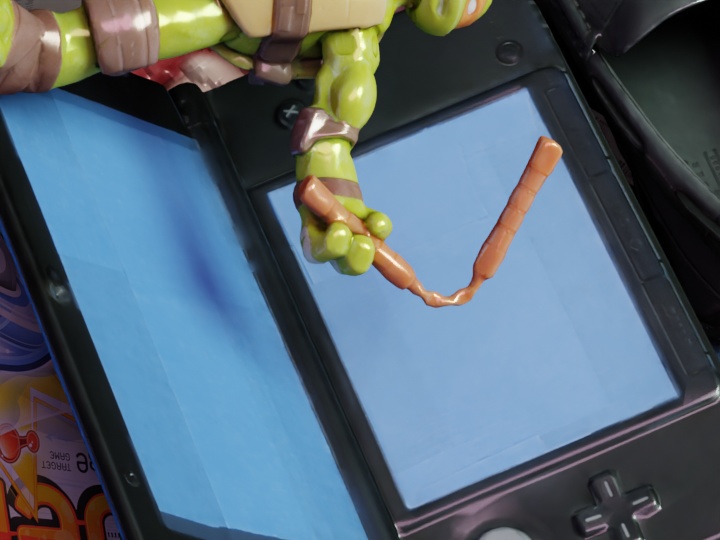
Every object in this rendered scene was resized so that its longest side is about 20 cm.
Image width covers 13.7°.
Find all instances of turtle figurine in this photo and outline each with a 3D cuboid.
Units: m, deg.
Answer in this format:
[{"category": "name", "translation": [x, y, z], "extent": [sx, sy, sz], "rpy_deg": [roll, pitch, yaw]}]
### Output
[{"category": "turtle figurine", "translation": [-0.029, -0.092, 0.818], "extent": [0.161, 0.064, 0.200], "rpy_deg": [4, 86, -17]}]

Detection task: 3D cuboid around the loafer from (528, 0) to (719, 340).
[{"category": "loafer", "translation": [0.094, -0.076, 0.911], "extent": [0.068, 0.070, 0.201], "rpy_deg": [-20, 78, -17]}]

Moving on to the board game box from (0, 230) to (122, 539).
[{"category": "board game box", "translation": [-0.098, 0.041, 0.841], "extent": [0.200, 0.034, 0.136], "rpy_deg": [15, 59, -42]}]

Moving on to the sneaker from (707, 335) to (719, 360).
[{"category": "sneaker", "translation": [0.078, 0.056, 0.909], "extent": [0.200, 0.085, 0.075], "rpy_deg": [-30, 81, -20]}]

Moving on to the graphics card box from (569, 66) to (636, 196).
[{"category": "graphics card box", "translation": [0.148, -0.063, 0.983], "extent": [0.200, 0.051, 0.126], "rpy_deg": [32, 69, 0]}]

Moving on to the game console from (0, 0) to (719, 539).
[{"category": "game console", "translation": [0.000, 0.000, 0.825], "extent": [0.171, 0.118, 0.200], "rpy_deg": [-23, 63, -3]}]

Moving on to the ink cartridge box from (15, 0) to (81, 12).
[{"category": "ink cartridge box", "translation": [-0.070, -0.141, 0.907], "extent": [0.200, 0.146, 0.085], "rpy_deg": [-9, 72, -16]}]
